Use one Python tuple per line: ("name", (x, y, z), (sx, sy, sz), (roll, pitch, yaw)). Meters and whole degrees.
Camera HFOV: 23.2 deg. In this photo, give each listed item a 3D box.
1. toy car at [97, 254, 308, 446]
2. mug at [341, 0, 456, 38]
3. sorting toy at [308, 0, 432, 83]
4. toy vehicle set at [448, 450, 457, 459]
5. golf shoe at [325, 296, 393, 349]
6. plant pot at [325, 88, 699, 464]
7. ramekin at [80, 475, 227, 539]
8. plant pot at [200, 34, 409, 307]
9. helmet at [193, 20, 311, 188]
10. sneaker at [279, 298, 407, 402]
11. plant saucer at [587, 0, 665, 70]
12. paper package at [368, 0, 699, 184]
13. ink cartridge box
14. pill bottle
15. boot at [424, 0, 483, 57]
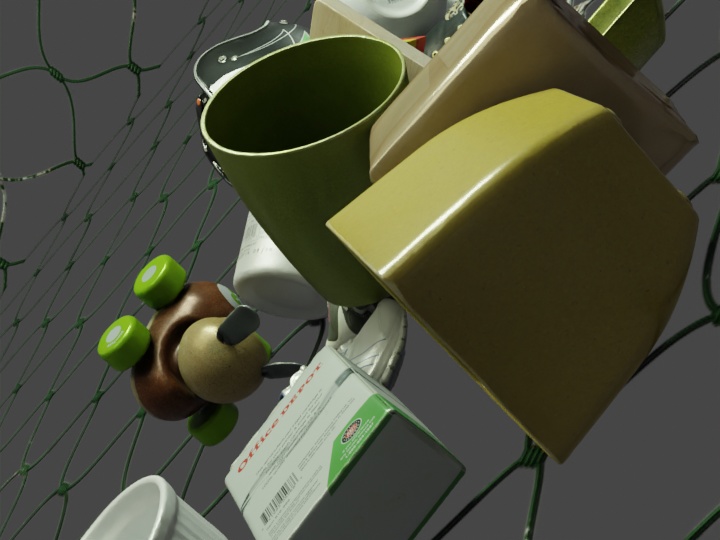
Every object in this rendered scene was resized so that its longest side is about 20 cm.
("toy car", (-0.137, 0.076, 1.793), (0.199, 0.164, 0.159), (-12, 43, 50))
("mug", (0.053, -0.310, 2.025), (0.175, 0.198, 0.149), (131, 132, -79))
("sorting toy", (0.034, -0.131, 1.645), (0.069, 0.198, 0.201), (-23, -44, -38))
("toy vehicle set", (-0.009, 0.219, 1.398), (0.201, 0.026, 0.124), (-57, 18, -13))
("golf shoe", (0.000, 0.000, 1.717), (0.088, 0.077, 0.201), (-53, 12, 34))
("plant pot", (0.124, -0.020, 1.273), (0.200, 0.196, 0.194), (-45, 18, 0))
("ramekin", (-0.205, 0.299, 1.619), (0.201, 0.097, 0.201), (-46, 19, 21))
("plant pot", (-0.022, -0.075, 1.561), (0.185, 0.201, 0.188), (-14, 34, 9))
("helmet", (-0.099, -0.204, 2.148), (0.190, 0.201, 0.200), (-26, 11, -18))
("sneaker", (-0.018, 0.100, 1.523), (0.075, 0.087, 0.201), (101, -165, -58))
("plant saucer", (0.196, -0.167, 1.536), (0.200, 0.048, 0.200), (-49, 4, 10))
("paper package", (0.132, -0.105, 1.394), (0.200, 0.190, 0.104), (-46, 15, 16))
("ink cartridge box", (-0.018, 0.157, 1.356), (0.147, 0.083, 0.200), (-52, 19, 1))
("pill bottle", (-0.059, -0.061, 1.835), (0.114, 0.114, 0.202), (-26, 46, 53))
("boot", (0.077, -0.207, 1.898), (0.154, 0.073, 0.204), (-46, 15, 36))
